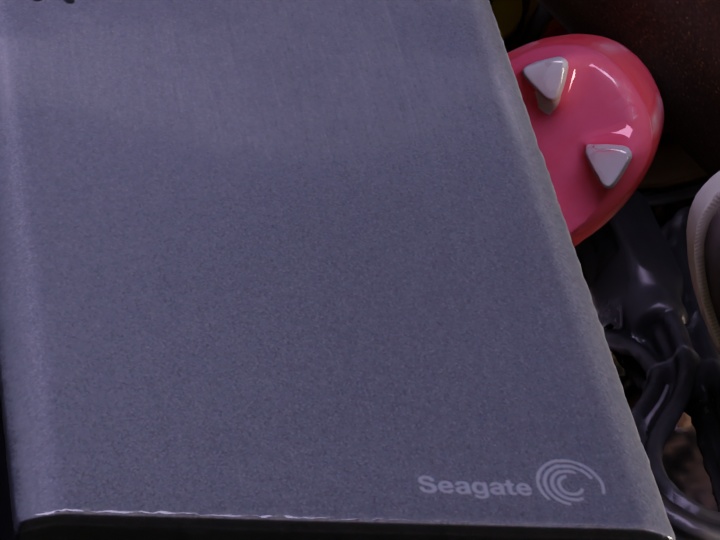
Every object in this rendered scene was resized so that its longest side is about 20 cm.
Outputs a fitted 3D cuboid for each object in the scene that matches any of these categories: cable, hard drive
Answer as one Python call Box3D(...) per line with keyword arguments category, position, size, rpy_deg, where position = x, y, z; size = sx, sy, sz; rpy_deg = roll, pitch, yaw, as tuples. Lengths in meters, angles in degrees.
Box3D(category="cable", position=(0.085, 0.031, 0.789), size=(0.097, 0.050, 0.200), rpy_deg=(21, 32, -25))
Box3D(category="hard drive", position=(-0.019, -0.002, 0.632), size=(0.139, 0.033, 0.200), rpy_deg=(3, 40, -15))

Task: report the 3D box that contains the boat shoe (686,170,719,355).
Box3D(category="boat shoe", position=(0.151, 0.054, 0.731), size=(0.072, 0.200, 0.060), rpy_deg=(-26, 28, 16))

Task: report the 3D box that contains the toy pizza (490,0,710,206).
Box3D(category="toy pizza", position=(0.066, -0.104, 0.928), size=(0.199, 0.032, 0.201), rpy_deg=(6, 51, -7))

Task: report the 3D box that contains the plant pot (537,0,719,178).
Box3D(category="plant pot", position=(0.145, -0.106, 0.825), size=(0.198, 0.200, 0.200), rpy_deg=(42, 56, 14))

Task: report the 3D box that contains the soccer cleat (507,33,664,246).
Box3D(category="soccer cleat", position=(0.000, 0.000, 0.780), size=(0.200, 0.076, 0.067), rpy_deg=(-34, 88, 14))
